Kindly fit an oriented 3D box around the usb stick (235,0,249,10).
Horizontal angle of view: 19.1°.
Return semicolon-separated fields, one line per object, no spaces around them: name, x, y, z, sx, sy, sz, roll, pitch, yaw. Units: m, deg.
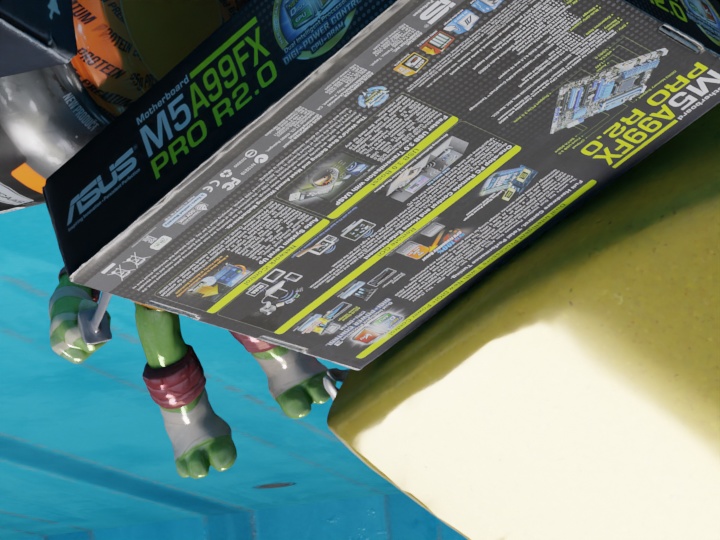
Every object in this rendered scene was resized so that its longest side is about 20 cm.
usb stick;-0.142;-0.104;0.918;0.200;0.033;0.055;-8;161;10

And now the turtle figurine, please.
turtle figurine;-0.082;0.018;1.105;0.200;0.144;0.194;2;132;37

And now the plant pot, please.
plant pot;0.142;0.013;0.863;0.195;0.194;0.200;38;133;-9

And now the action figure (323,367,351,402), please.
action figure;0.000;0.000;1.014;0.102;0.119;0.200;-42;147;-3

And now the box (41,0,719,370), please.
box;0.013;-0.049;0.747;0.200;0.044;0.160;-38;146;27

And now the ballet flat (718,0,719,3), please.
ballet flat;0.142;-0.127;0.905;0.200;0.046;0.067;2;165;-29

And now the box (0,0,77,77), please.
box;-0.213;-0.114;0.666;0.200;0.107;0.148;-9;167;17

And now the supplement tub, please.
supplement tub;-0.154;-0.080;0.814;0.200;0.123;0.123;-13;166;27
